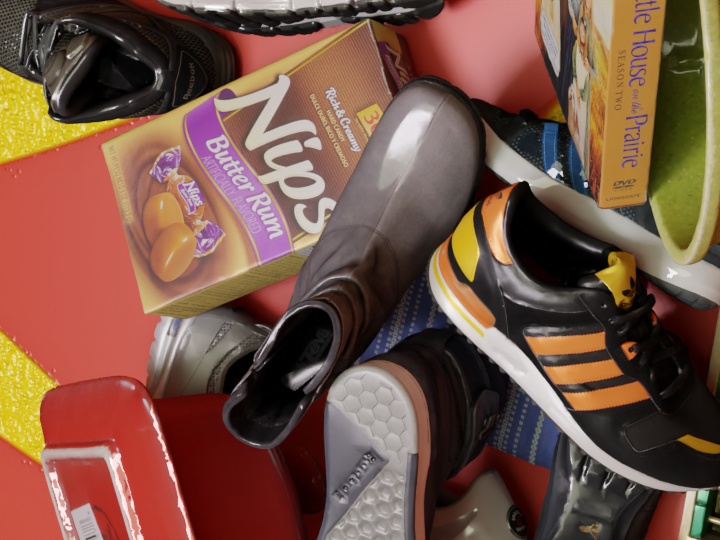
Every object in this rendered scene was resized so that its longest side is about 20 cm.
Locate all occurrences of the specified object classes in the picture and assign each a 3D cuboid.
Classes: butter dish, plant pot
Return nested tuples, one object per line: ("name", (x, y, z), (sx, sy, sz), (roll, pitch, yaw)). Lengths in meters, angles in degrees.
("butter dish", (-0.088, 0.146, 0.994), (0.199, 0.148, 0.200), (-14, 93, 61))
("plant pot", (0.233, -0.110, 0.787), (0.184, 0.200, 0.201), (-6, 97, 1))

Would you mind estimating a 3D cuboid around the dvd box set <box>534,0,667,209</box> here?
("dvd box set", (0.117, -0.150, 0.826), (0.029, 0.200, 0.146), (-10, 50, -4))

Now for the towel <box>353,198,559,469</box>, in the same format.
("towel", (0.063, 0.025, 1.013), (0.200, 0.024, 0.145), (23, 111, 27))

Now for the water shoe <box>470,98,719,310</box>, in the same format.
("water shoe", (0.139, -0.056, 0.926), (0.200, 0.071, 0.079), (37, 95, 30))

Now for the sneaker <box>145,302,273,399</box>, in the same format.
("sneaker", (-0.104, 0.115, 1.087), (0.082, 0.075, 0.200), (17, 106, 28))

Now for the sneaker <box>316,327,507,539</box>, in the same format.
("sneaker", (0.027, 0.131, 0.958), (0.077, 0.146, 0.203), (15, 109, 18))

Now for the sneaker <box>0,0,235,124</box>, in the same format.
("sneaker", (-0.190, -0.144, 1.072), (0.199, 0.114, 0.076), (21, 106, 27))

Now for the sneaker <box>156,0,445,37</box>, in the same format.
("sneaker", (-0.039, -0.192, 1.007), (0.200, 0.078, 0.091), (0, 88, 26))

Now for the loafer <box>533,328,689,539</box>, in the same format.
("loafer", (0.137, 0.127, 0.959), (0.068, 0.070, 0.201), (18, 91, 5))

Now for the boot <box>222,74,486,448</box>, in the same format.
("boot", (0.000, 0.000, 0.895), (0.070, 0.132, 0.200), (26, 115, 7))

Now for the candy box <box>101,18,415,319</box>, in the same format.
("candy box", (-0.053, -0.058, 1.016), (0.200, 0.056, 0.117), (-22, 75, 22))

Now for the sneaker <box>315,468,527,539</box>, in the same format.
("sneaker", (0.011, 0.167, 1.040), (0.200, 0.074, 0.089), (-14, 86, 24))

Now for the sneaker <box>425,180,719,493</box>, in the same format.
("sneaker", (0.129, 0.035, 0.871), (0.200, 0.070, 0.090), (40, 139, 3))

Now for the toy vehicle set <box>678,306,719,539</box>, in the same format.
("toy vehicle set", (0.251, 0.072, 0.908), (0.124, 0.027, 0.200), (14, 105, 27))
